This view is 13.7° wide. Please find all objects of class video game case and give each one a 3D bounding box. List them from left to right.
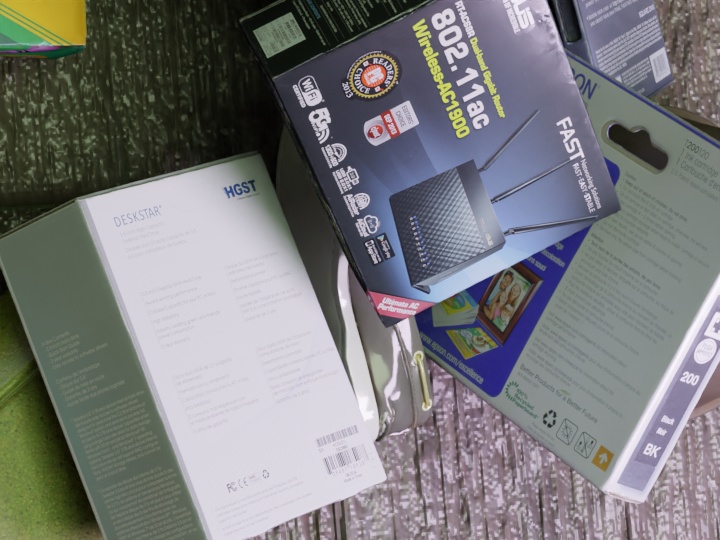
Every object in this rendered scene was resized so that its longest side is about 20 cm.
[{"bbox_3d":[0.138,-0.195,1.794,0.143,0.019,0.201,-33,109,-64],"label":"video game case"}]

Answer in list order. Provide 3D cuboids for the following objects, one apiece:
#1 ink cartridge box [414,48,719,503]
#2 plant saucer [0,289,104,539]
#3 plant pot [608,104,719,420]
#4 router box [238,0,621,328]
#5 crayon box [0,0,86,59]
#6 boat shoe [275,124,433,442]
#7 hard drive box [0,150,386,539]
[{"bbox_3d":[0.133,-0.002,1.703,0.043,0.198,0.200,16,105,-44],"label":"ink cartridge box"},{"bbox_3d":[-0.168,0.122,1.657,0.200,0.048,0.200,-42,105,-22],"label":"plant saucer"},{"bbox_3d":[0.203,-0.007,1.784,0.199,0.173,0.201,2,86,-28],"label":"plant pot"},{"bbox_3d":[0.041,-0.082,1.610,0.150,0.062,0.200,-27,132,-3],"label":"router box"},{"bbox_3d":[-0.217,-0.218,1.643,0.118,0.058,0.201,-1,88,-28],"label":"crayon box"},{"bbox_3d":[-0.001,0.000,1.737,0.060,0.072,0.202,-14,100,-28],"label":"boat shoe"},{"bbox_3d":[-0.091,0.050,1.636,0.156,0.077,0.201,-17,85,-51],"label":"hard drive box"}]
